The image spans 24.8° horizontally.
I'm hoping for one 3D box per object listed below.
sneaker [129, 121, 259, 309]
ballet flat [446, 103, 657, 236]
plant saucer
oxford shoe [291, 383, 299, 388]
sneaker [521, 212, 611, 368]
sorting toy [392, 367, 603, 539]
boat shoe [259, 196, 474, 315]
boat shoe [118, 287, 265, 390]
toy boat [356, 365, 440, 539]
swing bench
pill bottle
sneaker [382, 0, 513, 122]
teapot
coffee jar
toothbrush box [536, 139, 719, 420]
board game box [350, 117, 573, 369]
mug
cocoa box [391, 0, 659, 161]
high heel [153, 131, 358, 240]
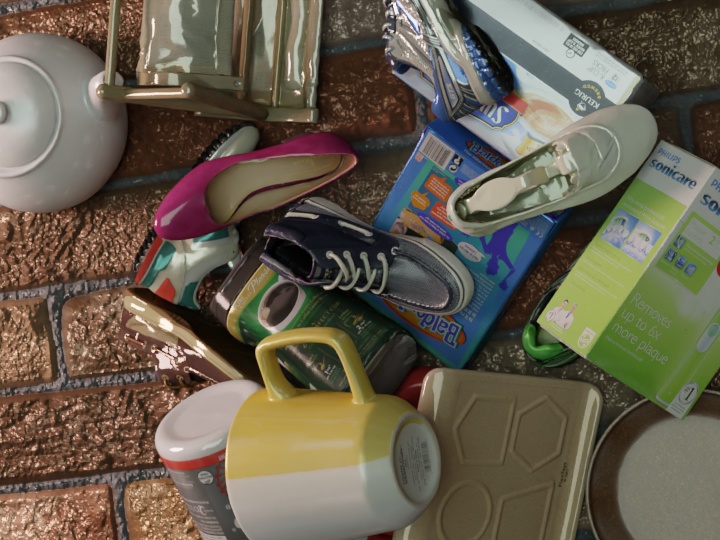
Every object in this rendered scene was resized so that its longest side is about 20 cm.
[{"bbox_3d":[-0.144,-0.052,1.640,0.093,0.070,0.200,34,91,-13],"label":"sneaker"},{"bbox_3d":[0.163,-0.082,1.414,0.200,0.069,0.070,-25,84,17],"label":"ballet flat"},{"bbox_3d":[0.311,0.209,1.527,0.200,0.037,0.201,0,91,15],"label":"plant saucer"},{"bbox_3d":[-0.106,0.202,1.620,0.075,0.070,0.201,9,93,12],"label":"oxford shoe"},{"bbox_3d":[0.226,0.013,1.523,0.078,0.085,0.200,38,99,12],"label":"sneaker"},{"bbox_3d":[0.126,0.186,1.523,0.036,0.199,0.186,18,98,57],"label":"sorting toy"},{"bbox_3d":[0.000,0.000,1.517,0.199,0.093,0.075,22,121,23],"label":"boat shoe"},{"bbox_3d":[-0.170,0.087,1.620,0.200,0.072,0.072,29,104,32],"label":"boat shoe"},{"bbox_3d":[0.044,0.192,1.548,0.130,0.131,0.200,35,98,12],"label":"toy boat"},{"bbox_3d":[-0.135,-0.251,1.574,0.129,0.200,0.200,5,90,36],"label":"swing bench"},{"bbox_3d":[-0.103,0.213,1.536,0.115,0.116,0.200,-18,114,14],"label":"pill bottle"},{"bbox_3d":[0.047,-0.218,1.442,0.085,0.077,0.200,-36,78,20],"label":"sneaker"},{"bbox_3d":[-0.342,-0.150,1.643,0.197,0.146,0.200,32,99,13],"label":"teapot"},{"bbox_3d":[-0.048,0.054,1.570,0.200,0.085,0.104,35,86,30],"label":"coffee jar"},{"bbox_3d":[0.278,0.010,1.463,0.200,0.145,0.086,-56,35,3],"label":"toothbrush box"},{"bbox_3d":[0.087,-0.023,1.541,0.152,0.045,0.200,38,124,11],"label":"board game box"},{"bbox_3d":[-0.023,0.159,1.422,0.153,0.187,0.150,-8,45,33],"label":"mug"},{"bbox_3d":[0.154,-0.174,1.516,0.200,0.133,0.131,37,100,12],"label":"cocoa box"},{"bbox_3d":[-0.100,-0.080,1.562,0.200,0.096,0.068,-33,115,-18],"label":"high heel"}]
